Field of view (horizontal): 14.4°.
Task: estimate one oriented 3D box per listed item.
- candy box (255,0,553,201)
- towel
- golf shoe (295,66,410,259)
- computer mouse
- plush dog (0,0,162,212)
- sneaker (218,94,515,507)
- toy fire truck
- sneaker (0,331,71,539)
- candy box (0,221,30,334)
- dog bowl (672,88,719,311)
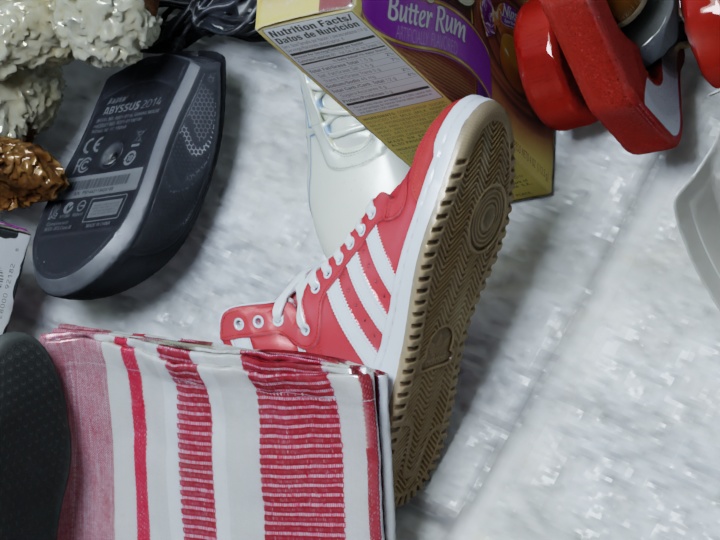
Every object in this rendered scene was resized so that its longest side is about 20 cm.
[{"bbox_3d":[0.026,-0.124,1.352,0.056,0.200,0.117,-10,61,27],"label":"candy box"},{"bbox_3d":[-0.070,0.105,1.365,0.199,0.023,0.145,5,105,34],"label":"towel"},{"bbox_3d":[-0.009,-0.084,1.421,0.078,0.097,0.201,-18,60,22],"label":"golf shoe"},{"bbox_3d":[-0.103,-0.063,1.497,0.138,0.053,0.201,1,59,48],"label":"computer mouse"},{"bbox_3d":[-0.204,-0.116,1.521,0.200,0.160,0.173,-139,56,-66],"label":"plush dog"},{"bbox_3d":[0.000,0.000,1.346,0.112,0.071,0.201,26,109,31],"label":"sneaker"},{"bbox_3d":[0.112,-0.165,1.339,0.112,0.168,0.201,-12,61,27],"label":"toy fire truck"},{"bbox_3d":[-0.198,0.128,1.406,0.108,0.067,0.203,5,104,39],"label":"sneaker"},{"bbox_3d":[-0.262,0.059,1.499,0.136,0.061,0.201,14,91,37],"label":"candy box"},{"bbox_3d":[0.222,-0.011,1.184,0.200,0.201,0.059,26,56,38],"label":"dog bowl"}]
